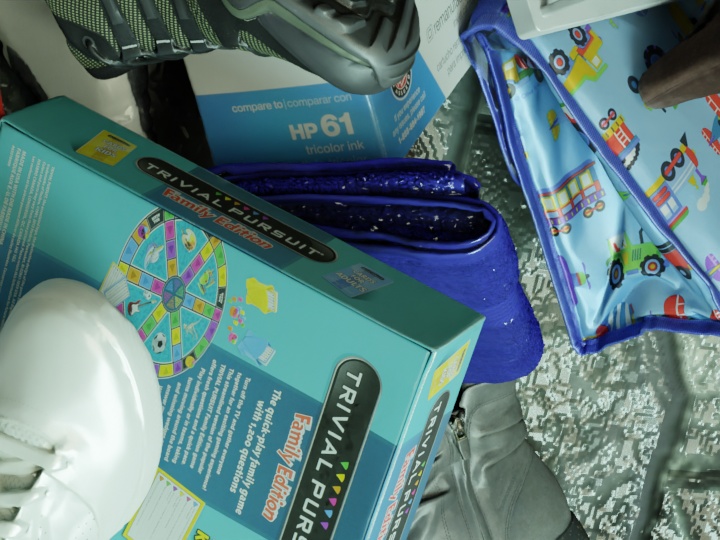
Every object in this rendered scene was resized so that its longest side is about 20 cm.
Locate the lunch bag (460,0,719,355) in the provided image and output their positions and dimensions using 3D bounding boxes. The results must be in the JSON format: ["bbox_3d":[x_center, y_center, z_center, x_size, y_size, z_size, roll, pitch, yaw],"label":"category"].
[{"bbox_3d":[0.122,-0.088,1.216,0.200,0.094,0.151,60,42,-24],"label":"lunch bag"}]

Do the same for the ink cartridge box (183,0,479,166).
[{"bbox_3d":[-0.024,-0.155,1.105,0.145,0.084,0.200,-55,135,-54],"label":"ink cartridge box"}]

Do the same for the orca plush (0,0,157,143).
[{"bbox_3d":[-0.108,-0.118,1.115,0.200,0.105,0.071,55,38,-12],"label":"orca plush"}]

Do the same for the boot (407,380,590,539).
[{"bbox_3d":[0.014,0.135,1.278,0.200,0.070,0.132,-41,119,-25],"label":"boot"}]

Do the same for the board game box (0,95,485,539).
[{"bbox_3d":[-0.066,0.043,1.031,0.047,0.200,0.151,-31,144,-58],"label":"board game box"}]

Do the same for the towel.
[{"bbox_3d":[0.000,0.000,1.133,0.200,0.147,0.050,62,32,-70],"label":"towel"}]

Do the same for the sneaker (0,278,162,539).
[{"bbox_3d":[-0.136,0.101,1.006,0.088,0.075,0.200,-36,148,-58],"label":"sneaker"}]

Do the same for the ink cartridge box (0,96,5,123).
[{"bbox_3d":[-0.230,-0.139,0.963,0.175,0.084,0.201,-16,100,-55],"label":"ink cartridge box"}]

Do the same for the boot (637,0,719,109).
[{"bbox_3d":[0.184,-0.098,1.109,0.200,0.166,0.073,-24,89,-51],"label":"boot"}]

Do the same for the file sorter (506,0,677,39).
[{"bbox_3d":[0.125,-0.222,1.127,0.139,0.124,0.201,-17,89,-40],"label":"file sorter"}]

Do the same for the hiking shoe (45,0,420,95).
[{"bbox_3d":[-0.067,-0.113,1.022,0.076,0.200,0.101,-43,159,-45],"label":"hiking shoe"}]
